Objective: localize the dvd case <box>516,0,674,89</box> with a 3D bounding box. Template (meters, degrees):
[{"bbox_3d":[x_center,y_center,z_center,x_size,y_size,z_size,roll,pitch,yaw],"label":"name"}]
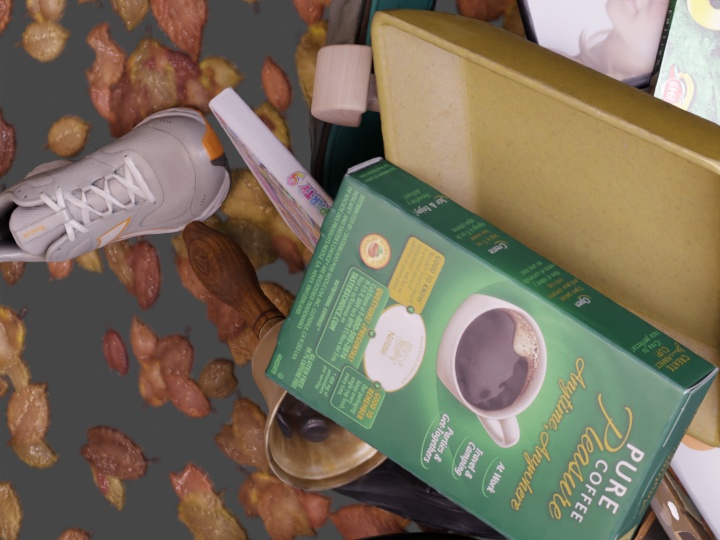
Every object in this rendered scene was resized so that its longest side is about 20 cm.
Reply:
[{"bbox_3d":[0.166,-0.170,1.231,0.199,0.018,0.143,-16,96,-3],"label":"dvd case"}]

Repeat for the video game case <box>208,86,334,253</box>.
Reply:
[{"bbox_3d":[0.000,0.000,1.386,0.200,0.018,0.143,48,174,33],"label":"video game case"}]

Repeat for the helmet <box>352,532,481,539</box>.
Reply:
[{"bbox_3d":[0.049,0.248,1.488,0.190,0.200,0.201,8,115,26],"label":"helmet"}]

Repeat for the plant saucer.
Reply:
[{"bbox_3d":[0.104,-0.030,1.222,0.199,0.048,0.200,28,147,27],"label":"plant saucer"}]

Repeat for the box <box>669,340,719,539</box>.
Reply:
[{"bbox_3d":[0.242,0.113,1.294,0.124,0.097,0.200,-33,82,9],"label":"box"}]

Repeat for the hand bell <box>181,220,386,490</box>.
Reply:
[{"bbox_3d":[-0.057,0.029,1.526,0.200,0.104,0.104,48,136,43],"label":"hand bell"}]

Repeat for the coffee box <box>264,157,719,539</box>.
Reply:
[{"bbox_3d":[0.059,0.048,1.234,0.200,0.044,0.123,31,117,19],"label":"coffee box"}]

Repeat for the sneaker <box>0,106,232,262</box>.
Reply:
[{"bbox_3d":[-0.166,-0.040,1.604,0.200,0.092,0.076,-21,97,42],"label":"sneaker"}]

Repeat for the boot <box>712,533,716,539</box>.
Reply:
[{"bbox_3d":[0.215,0.203,1.420,0.203,0.073,0.154,-10,98,42],"label":"boot"}]

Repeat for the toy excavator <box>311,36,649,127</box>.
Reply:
[{"bbox_3d":[0.095,-0.085,1.335,0.200,0.194,0.100,-8,74,63],"label":"toy excavator"}]

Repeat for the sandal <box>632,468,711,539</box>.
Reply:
[{"bbox_3d":[0.146,0.149,1.320,0.082,0.054,0.200,58,171,15],"label":"sandal"}]

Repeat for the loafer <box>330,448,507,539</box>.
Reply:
[{"bbox_3d":[0.035,0.120,1.528,0.200,0.068,0.070,12,154,47],"label":"loafer"}]

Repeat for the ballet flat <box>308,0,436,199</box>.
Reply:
[{"bbox_3d":[0.005,-0.123,1.460,0.064,0.067,0.201,52,138,46],"label":"ballet flat"}]

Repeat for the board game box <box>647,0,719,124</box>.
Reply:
[{"bbox_3d":[0.204,-0.148,1.216,0.104,0.023,0.201,12,95,-3],"label":"board game box"}]
